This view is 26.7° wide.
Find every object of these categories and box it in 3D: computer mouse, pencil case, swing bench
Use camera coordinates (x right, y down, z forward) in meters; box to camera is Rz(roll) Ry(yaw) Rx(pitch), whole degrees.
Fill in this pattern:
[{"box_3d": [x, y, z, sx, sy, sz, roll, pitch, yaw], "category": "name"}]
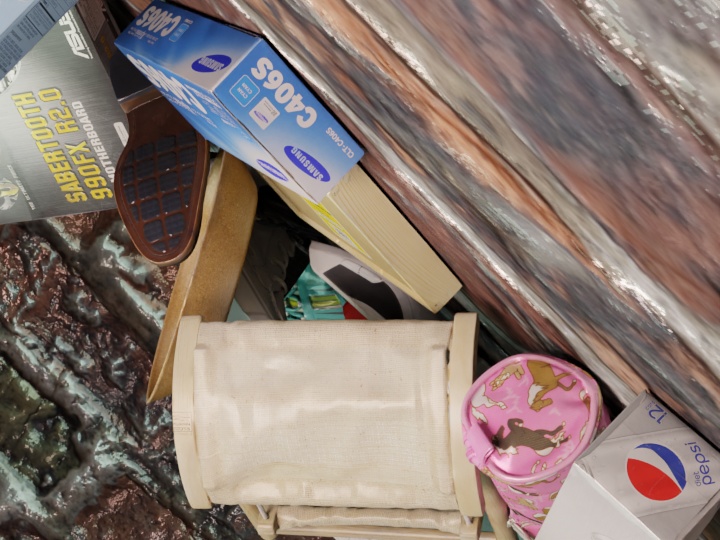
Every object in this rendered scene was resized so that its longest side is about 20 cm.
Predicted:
[{"box_3d": [0.000, 0.000, 1.147, 0.200, 0.044, 0.110, 40, -177, 33], "category": "computer mouse"}, {"box_3d": [0.120, 0.119, 0.943, 0.083, 0.087, 0.200, 18, 161, 23], "category": "pencil case"}, {"box_3d": [-0.002, 0.113, 1.028, 0.198, 0.130, 0.200, -1, 163, 17], "category": "swing bench"}]

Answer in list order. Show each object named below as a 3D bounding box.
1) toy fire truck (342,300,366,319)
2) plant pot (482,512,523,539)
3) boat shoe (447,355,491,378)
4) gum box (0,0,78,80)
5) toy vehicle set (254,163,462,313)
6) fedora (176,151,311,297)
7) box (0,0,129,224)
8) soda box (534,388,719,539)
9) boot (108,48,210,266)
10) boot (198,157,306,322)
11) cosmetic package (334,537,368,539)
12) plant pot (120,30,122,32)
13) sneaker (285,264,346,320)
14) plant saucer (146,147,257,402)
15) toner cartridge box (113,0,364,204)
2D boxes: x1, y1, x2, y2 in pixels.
[{"box_3d": [0.029, 0.100, 1.237, 0.141, 0.049, 0.200, 55, -164, -73], "category": "toy fire truck"}, {"box_3d": [0.162, 0.249, 1.147, 0.201, 0.200, 0.161, 35, 160, 55], "category": "plant pot"}, {"box_3d": [0.114, 0.128, 1.236, 0.069, 0.071, 0.200, 11, 151, 25], "category": "boat shoe"}, {"box_3d": [-0.241, -0.169, 0.785, 0.170, 0.200, 0.045, 43, 175, 7], "category": "gum box"}, {"box_3d": [-0.024, -0.052, 1.015, 0.124, 0.027, 0.200, 48, 173, -36], "category": "toy vehicle set"}, {"box_3d": [-0.111, -0.036, 1.339, 0.201, 0.092, 0.201, 43, -173, -7], "category": "fedora"}, {"box_3d": [-0.247, -0.132, 1.163, 0.048, 0.158, 0.200, -79, -24, -47], "category": "box"}, {"box_3d": [0.140, 0.151, 0.839, 0.068, 0.063, 0.200, 41, 152, 18], "category": "soda box"}, {"box_3d": [-0.129, -0.071, 1.096, 0.097, 0.075, 0.200, 59, -162, -55], "category": "boot"}, {"box_3d": [-0.077, -0.007, 1.236, 0.200, 0.095, 0.074, 60, 160, 6], "category": "boot"}, {"box_3d": [0.084, 0.240, 1.540, 0.199, 0.200, 0.123, 41, 172, 19], "category": "cosmetic package"}, {"box_3d": [-0.304, -0.190, 1.267, 0.193, 0.201, 0.200, 31, 175, -2], "category": "plant pot"}, {"box_3d": [-0.043, 0.023, 1.448, 0.200, 0.080, 0.078, 46, 174, -16], "category": "sneaker"}, {"box_3d": [-0.112, 0.005, 1.109, 0.035, 0.201, 0.200, 17, 179, -9], "category": "plant saucer"}, {"box_3d": [-0.078, -0.106, 0.913, 0.095, 0.043, 0.200, 45, 174, -28], "category": "toner cartridge box"}]
